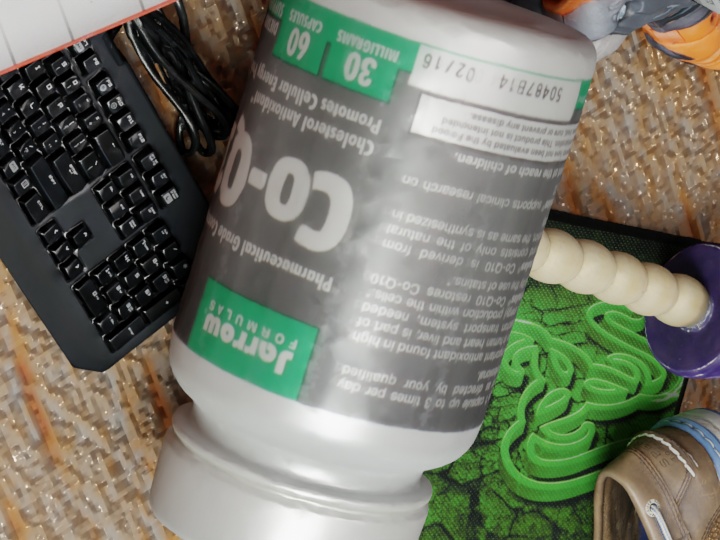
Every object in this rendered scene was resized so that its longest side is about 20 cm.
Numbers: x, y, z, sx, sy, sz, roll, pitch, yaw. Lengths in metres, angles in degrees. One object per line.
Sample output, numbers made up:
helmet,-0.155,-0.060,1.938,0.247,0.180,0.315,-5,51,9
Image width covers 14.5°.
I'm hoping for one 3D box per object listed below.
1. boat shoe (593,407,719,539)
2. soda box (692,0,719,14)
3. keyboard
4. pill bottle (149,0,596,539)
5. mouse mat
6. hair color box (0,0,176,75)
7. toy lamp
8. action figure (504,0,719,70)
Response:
boat shoe,0.121,0.158,1.166,0.072,0.072,0.200,-15,107,-34
soda box,0.150,-0.187,0.953,0.200,0.063,0.071,-51,140,-10
keyboard,-0.094,-0.061,0.945,0.104,0.040,0.200,-43,127,-19
pill bottle,0.000,0.000,0.967,0.113,0.113,0.200,8,104,-39
mouse mat,0.056,0.053,1.121,0.200,0.008,0.161,10,98,-41
hair color box,-0.143,-0.101,0.855,0.200,0.061,0.102,-25,104,-23
toy lamp,0.095,0.003,1.096,0.200,0.058,0.058,18,93,-38
action figure,0.112,-0.145,1.041,0.193,0.105,0.200,-9,111,-45
